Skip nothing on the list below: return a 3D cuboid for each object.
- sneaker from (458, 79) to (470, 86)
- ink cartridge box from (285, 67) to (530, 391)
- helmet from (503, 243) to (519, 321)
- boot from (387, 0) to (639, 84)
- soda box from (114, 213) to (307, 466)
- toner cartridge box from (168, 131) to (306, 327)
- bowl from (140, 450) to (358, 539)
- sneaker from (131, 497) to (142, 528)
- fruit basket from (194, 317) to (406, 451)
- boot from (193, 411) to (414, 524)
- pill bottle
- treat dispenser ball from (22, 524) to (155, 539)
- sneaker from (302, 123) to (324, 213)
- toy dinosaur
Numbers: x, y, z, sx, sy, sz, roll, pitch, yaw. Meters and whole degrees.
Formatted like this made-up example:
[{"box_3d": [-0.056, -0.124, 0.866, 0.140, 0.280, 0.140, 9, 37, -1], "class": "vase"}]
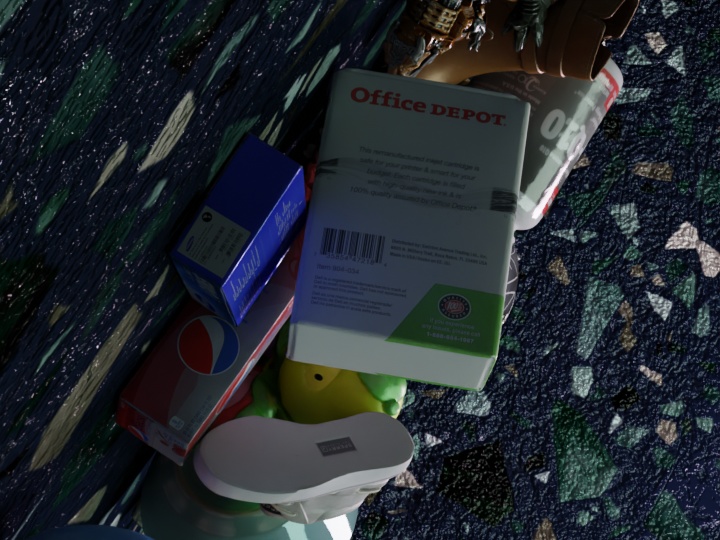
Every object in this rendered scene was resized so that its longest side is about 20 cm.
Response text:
[{"box_3d": [0.018, -0.104, 1.710, 0.200, 0.075, 0.090, -48, -178, -22], "class": "sneaker"}, {"box_3d": [0.034, -0.030, 1.398, 0.084, 0.145, 0.200, 101, -1, -68], "class": "ink cartridge box"}, {"box_3d": [0.051, 0.003, 1.911, 0.191, 0.200, 0.200, -32, -166, 43], "class": "helmet"}, {"box_3d": [0.122, -0.178, 1.586, 0.200, 0.155, 0.077, -57, 157, -13], "class": "boot"}, {"box_3d": [-0.099, 0.042, 1.443, 0.200, 0.063, 0.070, -55, 176, -23], "class": "soda box"}, {"box_3d": [-0.079, -0.023, 1.315, 0.095, 0.043, 0.200, -56, 176, -8], "class": "toner cartridge box"}, {"box_3d": [-0.104, 0.185, 1.737, 0.201, 0.201, 0.105, -55, 160, -24], "class": "bowl"}, {"box_3d": [-0.151, 0.198, 1.950, 0.086, 0.078, 0.200, -62, 174, 23], "class": "sneaker"}, {"box_3d": [-0.055, 0.084, 1.614, 0.216, 0.155, 0.216, -49, -170, 11], "class": "fruit basket"}, {"box_3d": [-0.056, 0.162, 1.493, 0.200, 0.074, 0.096, 0, 141, -39], "class": "boot"}, {"box_3d": [0.126, -0.107, 1.655, 0.200, 0.114, 0.114, -58, 176, -6], "class": "pill bottle"}, {"box_3d": [-0.179, 0.268, 1.278, 0.201, 0.201, 0.201, -56, 176, -6], "class": "treat dispenser ball"}, {"box_3d": [-0.011, -0.050, 1.528, 0.201, 0.098, 0.071, -60, 173, 26], "class": "sneaker"}, {"box_3d": [0.095, -0.229, 1.492, 0.200, 0.102, 0.136, -36, 162, 10], "class": "toy dinosaur"}]
